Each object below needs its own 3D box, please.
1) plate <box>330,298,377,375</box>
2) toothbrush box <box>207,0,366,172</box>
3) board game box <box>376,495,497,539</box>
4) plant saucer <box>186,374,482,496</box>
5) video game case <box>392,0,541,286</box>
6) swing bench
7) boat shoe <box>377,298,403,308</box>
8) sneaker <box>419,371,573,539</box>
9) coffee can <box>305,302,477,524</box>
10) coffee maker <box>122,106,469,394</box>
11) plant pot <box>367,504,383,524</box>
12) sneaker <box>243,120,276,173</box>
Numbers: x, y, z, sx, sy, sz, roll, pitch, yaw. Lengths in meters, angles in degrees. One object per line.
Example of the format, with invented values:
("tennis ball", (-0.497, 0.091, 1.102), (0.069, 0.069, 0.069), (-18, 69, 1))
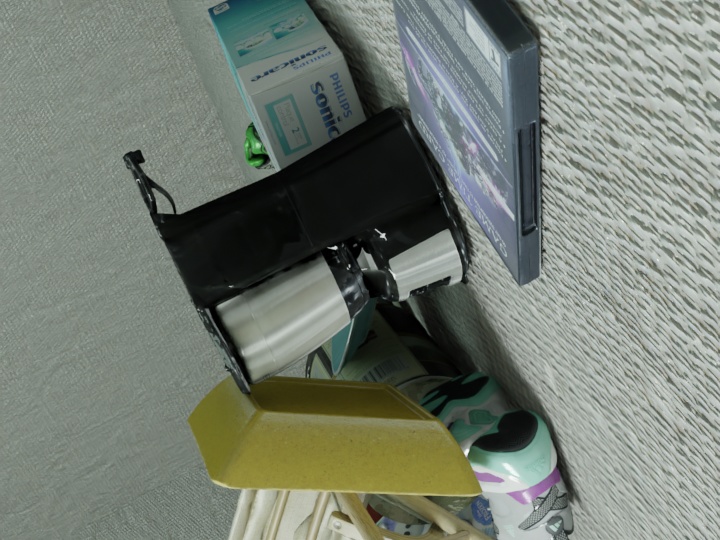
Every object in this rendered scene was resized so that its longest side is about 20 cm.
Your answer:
("plate", (0.000, 0.000, 1.049), (0.200, 0.025, 0.204), (-171, 90, -84))
("toothbrush box", (-0.053, -0.144, 0.952), (0.201, 0.084, 0.148), (-119, 6, -53))
("board game box", (0.074, 0.265, 1.060), (0.026, 0.200, 0.200), (44, -176, -29))
("plant saucer", (-0.026, 0.120, 0.853), (0.200, 0.196, 0.049), (-155, 71, -74))
("video game case", (0.055, -0.098, 0.594), (0.144, 0.019, 0.201), (61, 174, 31))
("swing bench", (-0.018, 0.265, 0.932), (0.199, 0.128, 0.202), (35, 117, 39))
("boat shoe", (0.017, 0.062, 1.324), (0.075, 0.065, 0.199), (65, 174, -12))
("sneaker", (0.115, 0.171, 0.903), (0.142, 0.077, 0.200), (66, 174, -15))
("coffee can", (0.036, 0.136, 1.094), (0.148, 0.145, 0.200), (66, 173, -23))
("coffee maker", (-0.042, -0.037, 0.808), (0.194, 0.198, 0.135), (65, 172, -17))
("plant pot", (0.072, 0.313, 1.213), (0.200, 0.198, 0.178), (43, -156, -47))
("sneaker", (-0.112, -0.163, 1.408), (0.079, 0.084, 0.200), (62, 174, 10))
